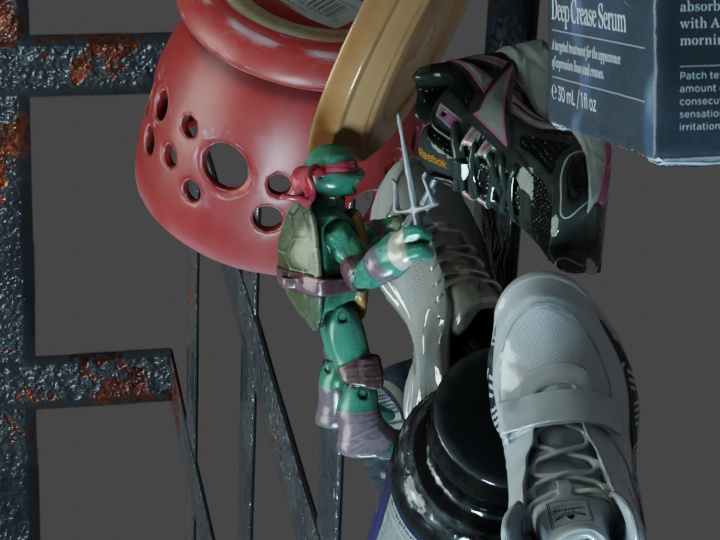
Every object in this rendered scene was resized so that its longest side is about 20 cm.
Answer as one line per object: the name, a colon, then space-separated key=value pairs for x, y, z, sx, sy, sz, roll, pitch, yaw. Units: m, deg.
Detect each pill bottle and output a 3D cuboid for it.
pill bottle: x=0.067 y=0.128 z=1.329 sx=0.200 sy=0.111 sz=0.112 roll=104 pitch=161 yaw=-56

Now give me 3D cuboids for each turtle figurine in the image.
turtle figurine: x=0.000 y=0.000 z=1.392 sx=0.150 sy=0.100 sz=0.201 roll=-71 pitch=-19 yaw=-75

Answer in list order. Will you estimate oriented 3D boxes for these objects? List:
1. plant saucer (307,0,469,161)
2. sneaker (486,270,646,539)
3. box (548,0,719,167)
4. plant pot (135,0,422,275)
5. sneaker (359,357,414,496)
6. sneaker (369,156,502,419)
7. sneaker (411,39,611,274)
plant saucer: x=0.030 y=-0.146 z=1.434 sx=0.201 sy=0.032 sz=0.200 roll=-60 pitch=-8 yaw=-14
sneaker: x=0.102 y=0.095 z=1.164 sx=0.115 sy=0.075 sz=0.201 roll=43 pitch=-142 yaw=-82
box: x=0.137 y=-0.146 z=0.886 sx=0.148 sy=0.106 sz=0.201 roll=-142 pitch=50 yaw=-77
plant pot: x=-0.047 y=-0.125 z=1.676 sx=0.201 sy=0.199 sz=0.183 roll=-106 pitch=25 yaw=-50
sneaker: x=0.060 y=0.149 z=1.543 sx=0.070 sy=0.082 sz=0.201 roll=-1 pitch=111 yaw=45
sneaker: x=0.062 y=0.016 z=1.472 sx=0.099 sy=0.078 sz=0.201 roll=131 pitch=129 yaw=-63
sneaker: x=0.076 y=-0.057 z=1.295 sx=0.200 sy=0.086 sz=0.081 roll=-114 pitch=22 yaw=-62
